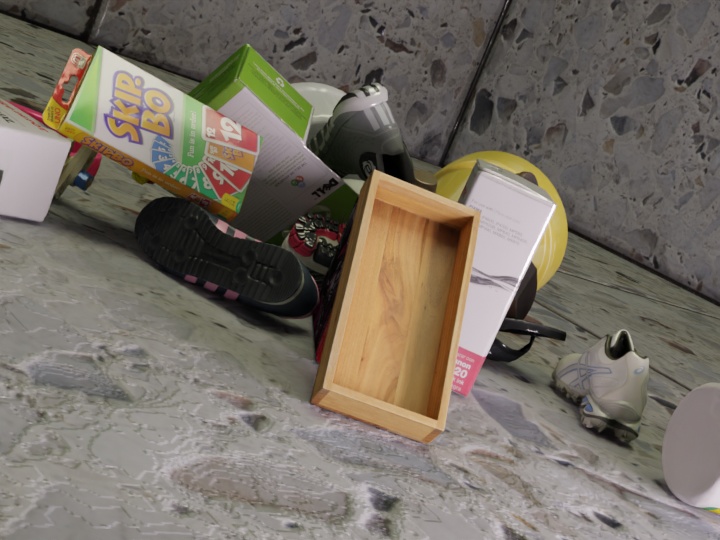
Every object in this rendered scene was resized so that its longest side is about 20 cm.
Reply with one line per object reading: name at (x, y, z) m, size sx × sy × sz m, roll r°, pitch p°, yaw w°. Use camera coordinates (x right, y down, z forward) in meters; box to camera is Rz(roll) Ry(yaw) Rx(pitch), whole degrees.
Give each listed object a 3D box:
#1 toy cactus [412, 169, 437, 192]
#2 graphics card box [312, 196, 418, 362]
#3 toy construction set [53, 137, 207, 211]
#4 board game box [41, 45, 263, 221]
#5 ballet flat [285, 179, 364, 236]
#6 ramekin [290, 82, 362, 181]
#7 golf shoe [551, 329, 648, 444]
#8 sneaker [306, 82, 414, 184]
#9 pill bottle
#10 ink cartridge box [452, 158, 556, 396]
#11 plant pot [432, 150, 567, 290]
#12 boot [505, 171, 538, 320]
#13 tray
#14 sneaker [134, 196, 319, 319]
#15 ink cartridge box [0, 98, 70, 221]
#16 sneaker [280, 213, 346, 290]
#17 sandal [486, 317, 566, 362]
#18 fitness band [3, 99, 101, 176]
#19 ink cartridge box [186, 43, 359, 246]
toy cactus at (0.041, -0.031, 1.387) m, size 0.199 × 0.166 × 0.102 m, roll 16°, pitch 30°, yaw -8°
graphics card box at (0.001, 0.010, 1.136) m, size 0.051 × 0.126 × 0.200 m, roll 21°, pitch 10°, yaw -6°
toy construction set at (-0.216, -0.095, 1.247) m, size 0.199 × 0.092 × 0.131 m, roll 21°, pitch -35°, yaw -5°
board game box at (-0.192, -0.132, 1.173) m, size 0.199 × 0.096 × 0.030 m, roll 26°, pitch -34°, yaw -18°
ballet flat at (-0.064, -0.067, 1.417) m, size 0.199 × 0.070 × 0.069 m, roll -7°, pitch 18°, yaw -14°
ramekin at (-0.060, -0.115, 1.498) m, size 0.200 × 0.201 × 0.098 m, roll 18°, pitch 18°, yaw -25°
golf shoe at (0.260, 0.106, 1.302) m, size 0.078 × 0.098 × 0.200 m, roll 19°, pitch 8°, yaw -10°
sneaker at (0.002, -0.108, 1.342) m, size 0.116 × 0.075 × 0.200 m, roll 62°, pitch -19°, yaw 10°
pill bottle at (0.383, 0.179, 1.124) m, size 0.199 × 0.113 × 0.113 m, roll 19°, pitch 10°, yaw -19°
ink cartridge box at (0.107, 0.002, 1.196) m, size 0.084 × 0.201 × 0.146 m, roll 23°, pitch 10°, yaw 1°
plant pot at (0.139, -0.036, 1.574) m, size 0.200 × 0.202 × 0.189 m, roll 26°, pitch 26°, yaw 19°
boot at (0.149, -0.029, 1.338) m, size 0.075 × 0.201 × 0.074 m, roll 25°, pitch 51°, yaw 24°
tray at (0.031, 0.026, 0.981) m, size 0.098 × 0.201 × 0.037 m, roll 20°, pitch -33°, yaw -12°
sneaker at (-0.124, -0.004, 1.163) m, size 0.199 × 0.070 × 0.082 m, roll 28°, pitch -10°, yaw 29°
ink cartridge box at (-0.379, -0.119, 1.089) m, size 0.146 × 0.085 × 0.200 m, roll 30°, pitch 12°, yaw 36°
sneaker at (0.000, 0.000, 1.309) m, size 0.199 × 0.075 × 0.081 m, roll 18°, pitch 38°, yaw -29°
sandal at (0.121, 0.070, 1.334) m, size 0.199 × 0.048 × 0.075 m, roll 6°, pitch -2°, yaw -11°
fitness band at (-0.374, -0.154, 1.445) m, size 0.143 × 0.038 × 0.200 m, roll 18°, pitch 12°, yaw -26°
ink cartridge box at (-0.103, -0.113, 1.317) m, size 0.200 × 0.148 × 0.076 m, roll 41°, pitch 33°, yaw -24°
